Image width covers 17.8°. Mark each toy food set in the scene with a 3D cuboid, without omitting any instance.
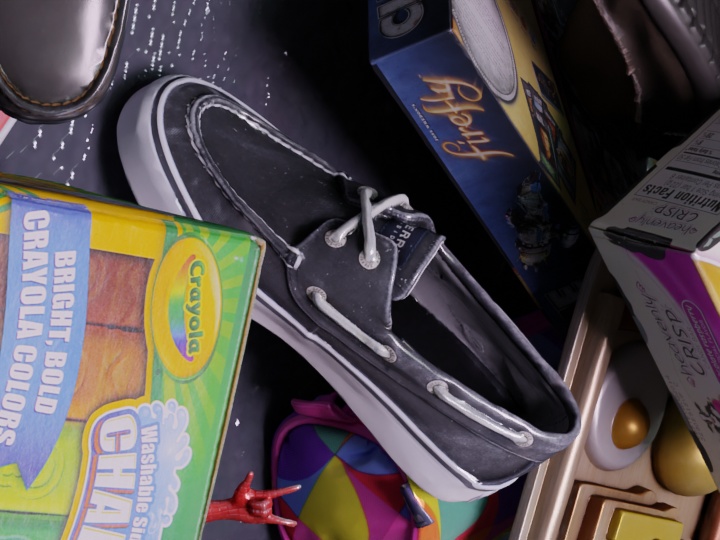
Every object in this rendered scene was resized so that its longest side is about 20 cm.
[{"bbox_3d":[0.132,0.085,0.896,0.143,0.060,0.202,16,90,-47],"label":"toy food set"}]

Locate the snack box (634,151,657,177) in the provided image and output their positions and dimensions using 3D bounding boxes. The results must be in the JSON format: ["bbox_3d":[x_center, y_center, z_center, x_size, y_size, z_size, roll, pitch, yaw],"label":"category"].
[{"bbox_3d":[0.152,-0.062,1.055,0.116,0.037,0.202,1,98,-49],"label":"snack box"}]

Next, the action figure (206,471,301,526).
[{"bbox_3d":[-0.075,0.142,0.801,0.065,0.098,0.202,-45,136,-76],"label":"action figure"}]

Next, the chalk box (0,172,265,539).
[{"bbox_3d":[-0.116,0.032,0.687,0.199,0.123,0.125,9,93,-41],"label":"chalk box"}]

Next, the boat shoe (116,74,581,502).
[{"bbox_3d":[0.000,0.000,0.821,0.200,0.068,0.072,48,45,-11],"label":"boat shoe"}]

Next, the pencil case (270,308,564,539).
[{"bbox_3d":[0.051,0.066,0.939,0.199,0.088,0.089,-19,113,-46],"label":"pencil case"}]

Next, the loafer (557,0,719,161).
[{"bbox_3d":[0.108,-0.083,0.881,0.200,0.071,0.074,49,37,-62],"label":"loafer"}]

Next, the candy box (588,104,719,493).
[{"bbox_3d":[0.192,-0.020,0.849,0.200,0.061,0.137,-42,120,-20],"label":"candy box"}]

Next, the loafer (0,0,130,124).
[{"bbox_3d":[-0.098,-0.142,0.684,0.072,0.072,0.202,-7,102,-16],"label":"loafer"}]

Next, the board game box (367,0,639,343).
[{"bbox_3d":[0.061,-0.067,0.901,0.200,0.034,0.136,53,25,-41],"label":"board game box"}]

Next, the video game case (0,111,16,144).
[{"bbox_3d":[-0.146,-0.141,0.712,0.144,0.017,0.200,-59,136,-21],"label":"video game case"}]
